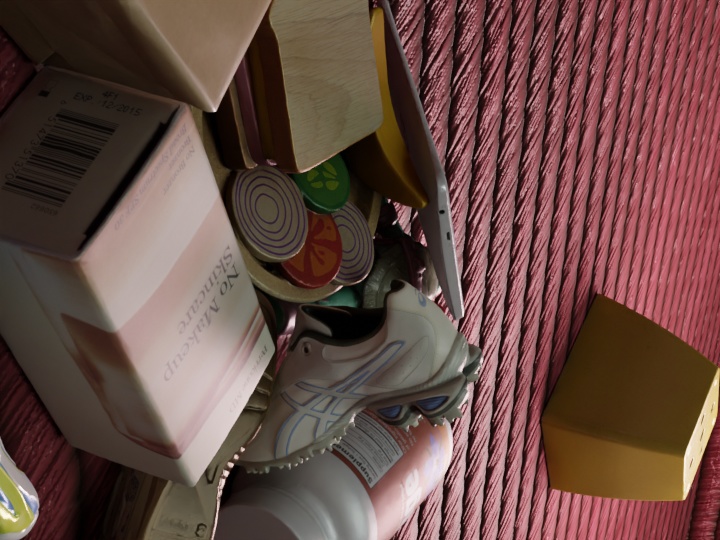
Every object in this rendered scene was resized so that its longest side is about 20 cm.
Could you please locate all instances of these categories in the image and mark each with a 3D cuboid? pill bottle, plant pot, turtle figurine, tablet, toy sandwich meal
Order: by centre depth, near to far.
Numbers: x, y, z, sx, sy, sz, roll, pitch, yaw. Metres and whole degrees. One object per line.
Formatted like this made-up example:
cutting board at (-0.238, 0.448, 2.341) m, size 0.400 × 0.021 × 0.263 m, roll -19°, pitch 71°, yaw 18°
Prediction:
toy sandwich meal at (-0.026, -0.083, 0.820) m, size 0.205 × 0.070 × 0.207 m, roll 12°, pitch 76°, yaw -54°
tablet at (0.038, -0.078, 0.963) m, size 0.131 × 0.014 × 0.201 m, roll 79°, pitch -2°, yaw -46°
turtle figurine at (0.000, 0.000, 0.980) m, size 0.200 × 0.100 × 0.151 m, roll 6°, pitch 91°, yaw -58°
pill bottle at (-0.022, 0.155, 1.015) m, size 0.200 × 0.111 × 0.113 m, roll -38°, pitch 139°, yaw -54°
plant pot at (0.355, 0.184, 1.835) m, size 0.201 × 0.175 × 0.201 m, roll -60°, pitch 154°, yaw -27°

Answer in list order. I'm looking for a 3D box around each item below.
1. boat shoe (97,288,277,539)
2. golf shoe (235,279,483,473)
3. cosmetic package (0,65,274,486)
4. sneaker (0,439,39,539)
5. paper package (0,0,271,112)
boat shoe at (-0.110, 0.101, 0.853) m, size 0.073 × 0.062 × 0.201 m, roll 34°, pitch 69°, yaw -40°
golf shoe at (-0.024, 0.061, 0.898) m, size 0.098 × 0.199 × 0.078 m, roll 56°, pitch 29°, yaw -22°
cosmetic package at (-0.119, 0.009, 0.714) m, size 0.104 × 0.087 × 0.201 m, roll -61°, pitch 155°, yaw -28°
sneaker at (-0.181, 0.045, 0.611) m, size 0.106 × 0.075 × 0.200 m, roll -66°, pitch 156°, yaw -18°
paper package at (-0.093, -0.201, 0.604) m, size 0.201 × 0.103 × 0.191 m, roll -65°, pitch 155°, yaw -16°
